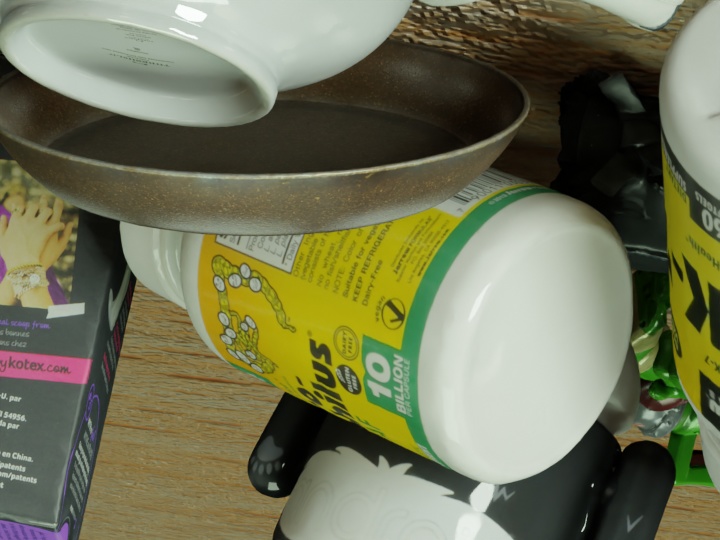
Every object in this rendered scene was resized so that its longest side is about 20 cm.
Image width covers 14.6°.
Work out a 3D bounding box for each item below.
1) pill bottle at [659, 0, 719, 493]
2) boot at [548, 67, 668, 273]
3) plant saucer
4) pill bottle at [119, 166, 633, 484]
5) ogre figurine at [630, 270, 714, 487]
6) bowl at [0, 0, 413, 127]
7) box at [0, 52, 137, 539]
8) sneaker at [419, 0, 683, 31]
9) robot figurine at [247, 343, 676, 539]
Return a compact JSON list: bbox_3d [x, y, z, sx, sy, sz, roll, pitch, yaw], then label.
[{"bbox_3d":[0.165,0.000,0.989,0.114,0.115,0.201,7,140,16],"label":"pill bottle"},{"bbox_3d":[0.157,-0.011,1.143,0.161,0.074,0.199,7,156,9],"label":"boot"},{"bbox_3d":[-0.038,-0.050,1.024,0.199,0.032,0.200,1,-161,0],"label":"plant saucer"},{"bbox_3d":[0.000,0.000,1.106,0.199,0.113,0.113,23,174,39],"label":"pill bottle"},{"bbox_3d":[0.146,0.045,1.296,0.119,0.099,0.200,25,156,-24],"label":"ogre figurine"},{"bbox_3d":[-0.066,-0.107,0.947,0.200,0.091,0.201,10,164,3],"label":"bowl"},{"bbox_3d":[-0.158,0.019,1.234,0.105,0.201,0.122,11,164,1],"label":"box"},{"bbox_3d":[0.016,-0.117,0.849,0.199,0.071,0.073,14,-156,-9],"label":"sneaker"},{"bbox_3d":[0.040,0.091,1.186,0.150,0.201,0.125,28,167,-12],"label":"robot figurine"}]
